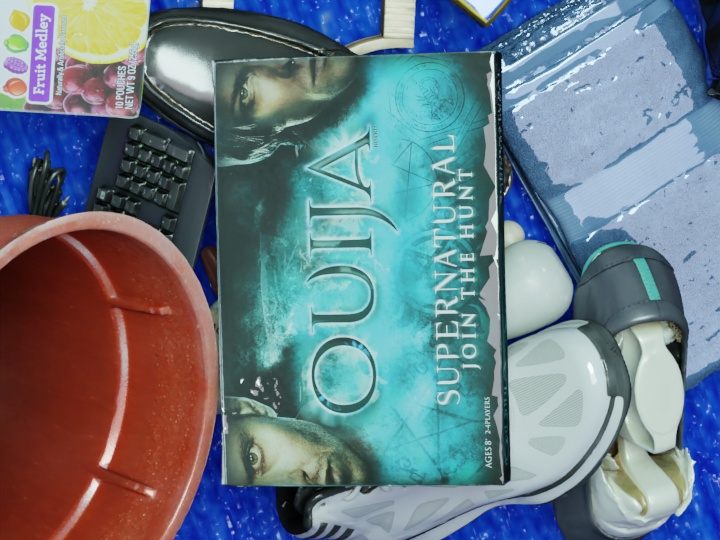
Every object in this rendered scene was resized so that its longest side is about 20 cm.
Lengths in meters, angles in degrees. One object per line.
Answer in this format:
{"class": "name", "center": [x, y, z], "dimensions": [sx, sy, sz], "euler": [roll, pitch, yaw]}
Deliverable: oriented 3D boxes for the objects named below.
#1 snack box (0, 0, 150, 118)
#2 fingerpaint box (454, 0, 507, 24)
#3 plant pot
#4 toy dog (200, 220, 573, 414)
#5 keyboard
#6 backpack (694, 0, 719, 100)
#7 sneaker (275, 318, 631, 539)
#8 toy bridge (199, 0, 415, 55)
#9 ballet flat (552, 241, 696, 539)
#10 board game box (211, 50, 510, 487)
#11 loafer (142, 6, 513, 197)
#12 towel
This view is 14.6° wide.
{"class": "snack box", "center": [-0.192, -0.144, 1.256], "dimensions": [0.200, 0.053, 0.142], "euler": [4, 123, -7]}
{"class": "fingerpaint box", "center": [0.038, -0.243, 1.339], "dimensions": [0.200, 0.073, 0.167], "euler": [41, 93, -1]}
{"class": "plant pot", "center": [-0.205, 0.052, 1.296], "dimensions": [0.195, 0.201, 0.201], "euler": [15, 99, 37]}
{"class": "toy dog", "center": [-0.005, 0.013, 1.385], "dimensions": [0.200, 0.132, 0.096], "euler": [-12, 70, -11]}
{"class": "keyboard", "center": [-0.136, 0.017, 1.371], "dimensions": [0.021, 0.127, 0.200], "euler": [3, 107, -48]}
{"class": "backpack", "center": [0.249, -0.169, 1.319], "dimensions": [0.162, 0.200, 0.168], "euler": [-9, 84, -15]}
{"class": "sneaker", "center": [0.033, 0.088, 1.342], "dimensions": [0.115, 0.200, 0.076], "euler": [-4, 66, -43]}
{"class": "toy bridge", "center": [-0.072, -0.117, 1.391], "dimensions": [0.200, 0.027, 0.067], "euler": [1, 99, -7]}
{"class": "ballet flat", "center": [0.133, 0.081, 1.383], "dimensions": [0.073, 0.073, 0.200], "euler": [-5, 126, -5]}
{"class": "board game box", "center": [0.000, 0.000, 1.300], "dimensions": [0.135, 0.028, 0.200], "euler": [-2, 91, 10]}
{"class": "loafer", "center": [-0.018, -0.079, 1.351], "dimensions": [0.200, 0.072, 0.073], "euler": [16, 91, -11]}
{"class": "towel", "center": [0.144, -0.045, 1.415], "dimensions": [0.112, 0.049, 0.200], "euler": [-30, 100, -1]}
